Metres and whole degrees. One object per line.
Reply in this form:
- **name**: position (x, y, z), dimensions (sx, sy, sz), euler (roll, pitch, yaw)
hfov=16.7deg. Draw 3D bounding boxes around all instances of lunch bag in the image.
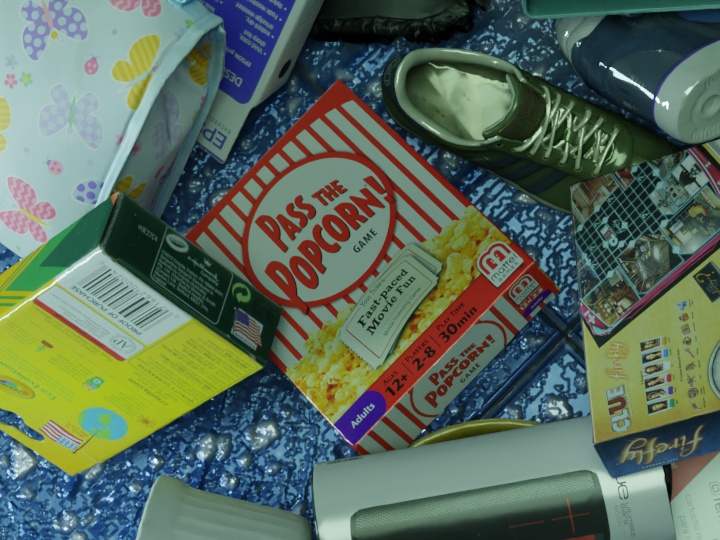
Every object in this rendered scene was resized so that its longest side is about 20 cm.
- **lunch bag**: position (-0.179, -0.119, 1.482), dimensions (0.170, 0.127, 0.200), euler (32, 124, 11)

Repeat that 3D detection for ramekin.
- **ramekin**: position (-0.087, 0.225, 1.428), dimensions (0.098, 0.200, 0.201), euler (9, 85, 0)

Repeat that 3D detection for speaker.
- **speaker**: position (0.077, 0.131, 1.387), dimensions (0.200, 0.081, 0.081), euler (-10, 83, 6)

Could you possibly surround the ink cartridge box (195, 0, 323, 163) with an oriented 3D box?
- **ink cartridge box**: position (-0.112, -0.202, 1.524), dimensions (0.198, 0.043, 0.200), euler (37, 119, 16)

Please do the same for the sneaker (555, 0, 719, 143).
- **sneaker**: position (0.215, -0.155, 1.485), dimensions (0.200, 0.081, 0.146), euler (-23, 44, -27)

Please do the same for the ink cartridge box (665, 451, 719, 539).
- **ink cartridge box**: position (0.272, 0.113, 1.445), dimensions (0.200, 0.083, 0.146), euler (-16, 81, 6)

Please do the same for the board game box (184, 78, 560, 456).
- **board game box**: position (0.000, 0.000, 1.473), dimensions (0.152, 0.046, 0.200), euler (-46, 54, 1)

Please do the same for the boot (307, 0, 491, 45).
- **boot**: position (-0.013, -0.224, 1.530), dimensions (0.198, 0.073, 0.163), euler (1, 90, 9)

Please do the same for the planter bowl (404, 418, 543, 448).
- **planter bowl**: position (0.086, 0.190, 1.462), dimensions (0.200, 0.083, 0.201), euler (-1, 84, 7)

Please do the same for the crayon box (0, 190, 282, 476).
- **crayon box**: position (-0.159, 0.042, 1.464), dimensions (0.127, 0.200, 0.051), euler (37, 45, -24)

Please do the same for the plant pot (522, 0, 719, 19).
- **plant pot**: position (0.164, -0.265, 1.440), dimensions (0.141, 0.141, 0.200), euler (-2, 39, 8)

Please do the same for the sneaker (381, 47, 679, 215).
- **sneaker**: position (0.102, -0.084, 1.485), dimensions (0.200, 0.090, 0.067), euler (22, 86, 9)

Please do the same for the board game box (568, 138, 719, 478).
- **board game box**: position (0.190, 0.013, 1.369), dimensions (0.135, 0.035, 0.200), euler (-16, 44, 17)
